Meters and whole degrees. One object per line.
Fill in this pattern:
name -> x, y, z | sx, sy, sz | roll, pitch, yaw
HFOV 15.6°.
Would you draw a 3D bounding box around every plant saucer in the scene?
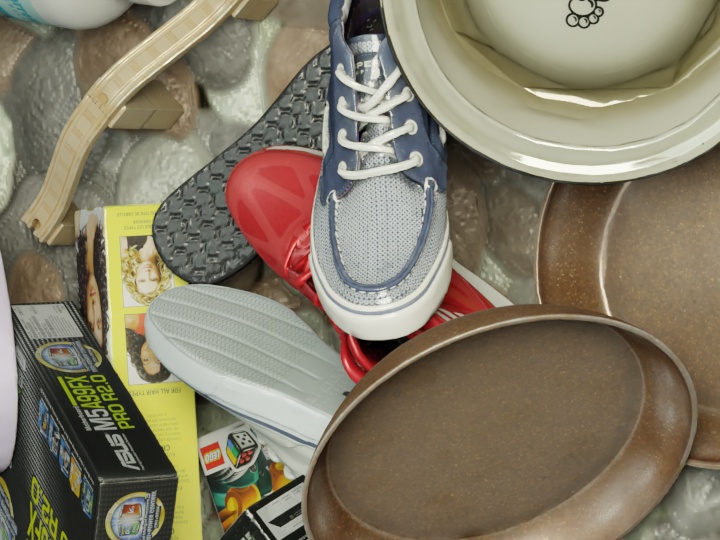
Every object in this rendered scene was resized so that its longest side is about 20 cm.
plant saucer -> 0.184, -0.002, 1.316 | 0.200, 0.037, 0.201 | 0, 91, 28
plant saucer -> 0.064, 0.084, 1.278 | 0.200, 0.200, 0.035 | -45, 41, 22

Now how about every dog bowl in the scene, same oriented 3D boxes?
dog bowl -> 0.110, -0.146, 1.253 | 0.200, 0.074, 0.201 | 3, 113, 6

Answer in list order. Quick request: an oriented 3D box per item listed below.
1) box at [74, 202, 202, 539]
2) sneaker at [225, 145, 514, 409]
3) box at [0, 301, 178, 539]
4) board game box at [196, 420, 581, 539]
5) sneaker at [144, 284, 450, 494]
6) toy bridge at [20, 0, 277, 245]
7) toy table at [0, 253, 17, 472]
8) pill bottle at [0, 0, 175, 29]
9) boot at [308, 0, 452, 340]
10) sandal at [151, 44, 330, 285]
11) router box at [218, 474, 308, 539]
box -> -0.123, 0.064, 1.459 | 0.075, 0.050, 0.201 | 174, 92, -71
sneaker -> 0.000, 0.000, 1.325 | 0.200, 0.115, 0.078 | 33, 100, 17
box -> -0.155, 0.131, 1.418 | 0.200, 0.044, 0.161 | -129, 43, -55
board game box -> 0.015, 0.117, 1.411 | 0.200, 0.035, 0.127 | -24, 81, 27
sneaker -> -0.034, 0.076, 1.374 | 0.200, 0.073, 0.071 | 30, 134, 27
toy bridge -> -0.126, -0.093, 1.464 | 0.027, 0.067, 0.200 | 49, 113, 19
toy table -> -0.270, 0.028, 1.477 | 0.200, 0.117, 0.184 | -117, 33, -43
pill bottle -> -0.189, -0.196, 1.471 | 0.200, 0.111, 0.111 | 12, 97, 28
boot -> 0.005, -0.064, 1.284 | 0.073, 0.090, 0.200 | -7, 44, 6
sandal -> -0.026, -0.066, 1.416 | 0.200, 0.045, 0.075 | -35, 87, 11
router box -> -0.045, 0.221, 1.391 | 0.149, 0.051, 0.200 | 52, 136, 11
